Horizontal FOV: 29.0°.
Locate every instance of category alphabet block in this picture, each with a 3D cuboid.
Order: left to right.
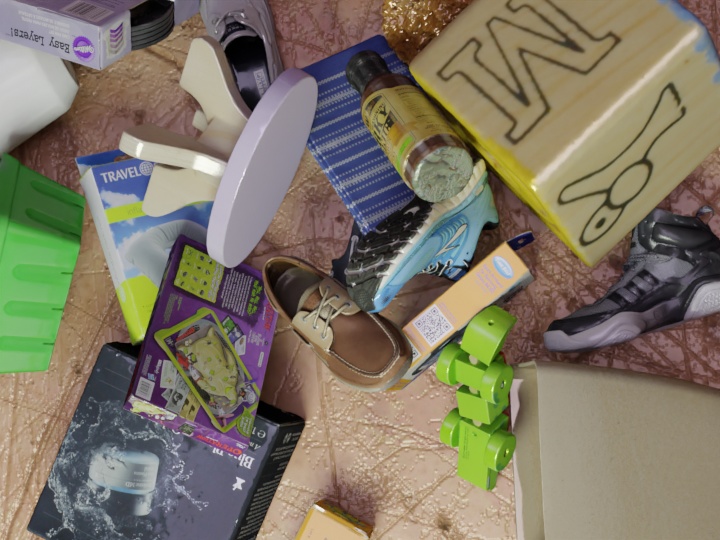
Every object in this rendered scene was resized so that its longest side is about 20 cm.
[{"bbox_3d":[0.198,-0.160,1.272,0.200,0.195,0.197,-43,57,3],"label":"alphabet block"}]

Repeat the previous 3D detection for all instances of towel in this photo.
[{"bbox_3d":[0.015,-0.132,1.374,0.144,0.024,0.201,-27,74,-23],"label":"towel"}]

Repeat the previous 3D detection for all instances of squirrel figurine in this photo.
[{"bbox_3d":[0.059,-0.298,1.361,0.185,0.141,0.202,-6,82,15],"label":"squirrel figurine"}]

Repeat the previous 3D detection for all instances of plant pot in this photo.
[{"bbox_3d":[0.237,0.182,1.271,0.176,0.200,0.202,-2,85,-1],"label":"plant pot"}]

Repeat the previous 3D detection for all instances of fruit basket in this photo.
[{"bbox_3d":[-0.385,-0.013,1.372,0.214,0.156,0.217,-3,125,-5],"label":"fruit basket"}]

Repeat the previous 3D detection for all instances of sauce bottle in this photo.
[{"bbox_3d":[0.039,-0.140,1.299,0.065,0.065,0.200,-38,41,5],"label":"sauce bottle"}]

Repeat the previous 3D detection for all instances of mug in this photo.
[{"bbox_3d":[-0.382,-0.207,1.426,0.152,0.149,0.188,-27,88,-1],"label":"mug"}]

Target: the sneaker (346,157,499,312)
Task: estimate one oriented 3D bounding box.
[{"bbox_3d":[0.069,-0.020,1.285,0.200,0.078,0.090,-43,111,-32],"label":"sneaker"}]

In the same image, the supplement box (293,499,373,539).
[{"bbox_3d":[-0.060,0.328,1.366,0.066,0.069,0.201,28,92,10],"label":"supplement box"}]

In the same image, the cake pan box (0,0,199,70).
[{"bbox_3d":[-0.280,-0.272,1.381,0.199,0.184,0.053,18,126,18],"label":"cake pan box"}]

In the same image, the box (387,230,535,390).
[{"bbox_3d":[0.096,0.040,1.334,0.200,0.119,0.042,-38,81,5],"label":"box"}]

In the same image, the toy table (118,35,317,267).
[{"bbox_3d":[-0.131,-0.116,1.313,0.117,0.184,0.201,29,103,15],"label":"toy table"}]

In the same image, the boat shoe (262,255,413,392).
[{"bbox_3d":[-0.030,0.046,1.285,0.076,0.072,0.200,-53,44,-5],"label":"boat shoe"}]

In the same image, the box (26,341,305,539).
[{"bbox_3d":[-0.188,0.200,1.372,0.196,0.117,0.201,23,91,10],"label":"box"}]

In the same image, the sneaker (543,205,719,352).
[{"bbox_3d":[0.260,0.006,1.334,0.199,0.075,0.115,-17,82,2],"label":"sneaker"}]

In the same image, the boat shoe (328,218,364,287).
[{"bbox_3d":[0.000,0.000,1.380,0.060,0.076,0.201,21,78,10],"label":"boat shoe"}]

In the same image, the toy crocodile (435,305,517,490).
[{"bbox_3d":[0.116,0.124,1.317,0.067,0.062,0.201,20,130,33],"label":"toy crocodile"}]

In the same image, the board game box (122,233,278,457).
[{"bbox_3d":[-0.143,0.067,1.312,0.119,0.032,0.201,23,46,-13],"label":"board game box"}]

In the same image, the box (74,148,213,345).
[{"bbox_3d":[-0.199,-0.038,1.398,0.121,0.048,0.201,-15,82,-29],"label":"box"}]

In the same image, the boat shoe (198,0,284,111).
[{"bbox_3d":[-0.119,-0.238,1.418,0.073,0.065,0.201,-26,82,7],"label":"boat shoe"}]
